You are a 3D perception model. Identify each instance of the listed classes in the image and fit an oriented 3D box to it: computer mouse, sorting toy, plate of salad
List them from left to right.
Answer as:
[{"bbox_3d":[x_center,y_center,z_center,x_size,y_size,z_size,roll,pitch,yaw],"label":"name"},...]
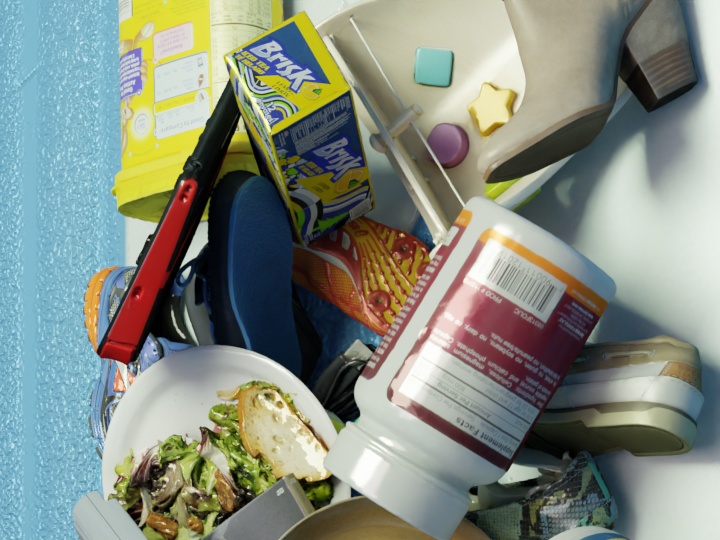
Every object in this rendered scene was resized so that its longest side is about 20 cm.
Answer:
[{"bbox_3d":[-0.100,0.153,1.705,0.199,0.048,0.201,3,98,24],"label":"plate of salad"},{"bbox_3d":[-0.076,0.046,1.814,0.139,0.053,0.200,-49,56,24],"label":"computer mouse"},{"bbox_3d":[0.090,-0.120,1.678,0.180,0.107,0.201,-35,65,9],"label":"sorting toy"}]

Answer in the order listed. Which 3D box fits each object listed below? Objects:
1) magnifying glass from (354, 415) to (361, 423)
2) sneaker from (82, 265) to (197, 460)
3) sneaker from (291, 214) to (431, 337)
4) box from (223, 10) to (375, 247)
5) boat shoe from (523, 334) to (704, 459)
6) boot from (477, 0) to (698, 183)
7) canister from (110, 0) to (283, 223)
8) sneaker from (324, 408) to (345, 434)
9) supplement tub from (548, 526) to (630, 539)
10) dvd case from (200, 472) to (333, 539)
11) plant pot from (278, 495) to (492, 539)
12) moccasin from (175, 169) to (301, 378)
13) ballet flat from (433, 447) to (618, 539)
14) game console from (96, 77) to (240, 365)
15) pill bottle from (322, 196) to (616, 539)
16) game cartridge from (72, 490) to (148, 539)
[{"bbox_3d":[0.068,0.070,1.681,0.200,0.079,0.022,-40,64,16],"label":"magnifying glass"},{"bbox_3d":[-0.162,0.084,1.869,0.078,0.075,0.201,-21,71,32],"label":"sneaker"},{"bbox_3d":[0.000,0.000,1.757,0.200,0.077,0.073,39,73,25],"label":"sneaker"},{"bbox_3d":[-0.039,-0.092,1.651,0.064,0.200,0.070,-28,69,-6],"label":"box"},{"bbox_3d":[0.145,0.082,1.615,0.199,0.075,0.069,-1,63,42],"label":"boat shoe"},{"bbox_3d":[0.127,-0.155,1.603,0.147,0.199,0.070,59,151,11],"label":"boot"},{"bbox_3d":[-0.121,-0.150,1.864,0.148,0.086,0.201,-13,73,38],"label":"canister"},{"bbox_3d":[-0.056,0.191,1.751,0.076,0.075,0.201,23,111,26],"label":"sneaker"},{"bbox_3d":[0.187,0.258,1.493,0.200,0.144,0.145,26,99,40],"label":"supplement tub"},{"bbox_3d":[-0.045,0.259,1.650,0.149,0.016,0.201,-39,78,34],"label":"dvd case"},{"bbox_3d":[0.017,0.247,1.585,0.028,0.199,0.201,120,143,-69],"label":"plant pot"},{"bbox_3d":[-0.092,0.016,1.712,0.068,0.080,0.201,23,132,31],"label":"moccasin"},{"bbox_3d":[0.081,0.153,1.646,0.199,0.074,0.075,-9,77,31],"label":"ballet flat"},{"bbox_3d":[-0.125,-0.044,1.683,0.200,0.031,0.177,-72,4,-56],"label":"game console"},{"bbox_3d":[0.068,0.065,1.557,0.114,0.114,0.201,31,88,39],"label":"pill bottle"},{"bbox_3d":[-0.137,0.261,1.693,0.133,0.040,0.201,37,152,49],"label":"game cartridge"}]
